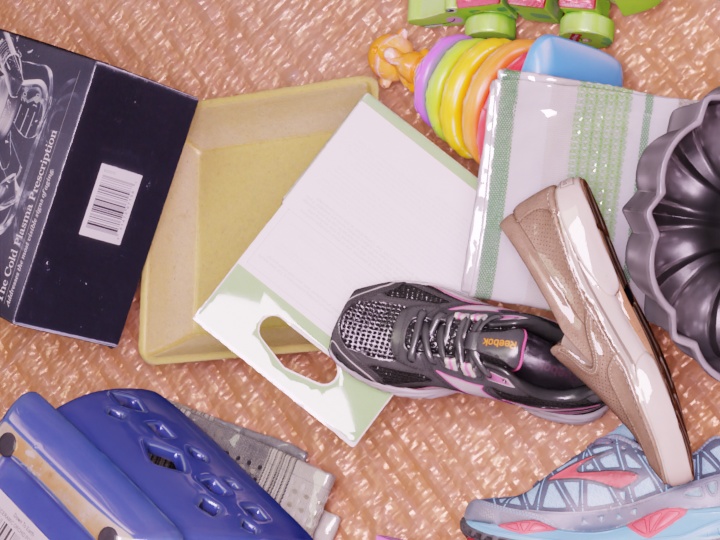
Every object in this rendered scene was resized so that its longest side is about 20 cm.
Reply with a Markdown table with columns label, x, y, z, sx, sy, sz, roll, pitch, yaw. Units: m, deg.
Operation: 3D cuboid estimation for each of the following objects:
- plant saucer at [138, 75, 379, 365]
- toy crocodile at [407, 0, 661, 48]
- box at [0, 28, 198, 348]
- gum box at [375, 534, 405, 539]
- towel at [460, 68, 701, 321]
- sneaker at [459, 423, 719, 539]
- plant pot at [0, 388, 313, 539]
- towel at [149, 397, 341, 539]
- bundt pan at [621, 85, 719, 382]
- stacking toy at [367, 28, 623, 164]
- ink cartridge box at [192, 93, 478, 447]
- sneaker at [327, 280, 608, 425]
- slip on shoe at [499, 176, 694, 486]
| label | x | y | z | sx | sy | sz | roll | pitch | yaw |
| --- | --- | --- | --- | --- | --- | --- | --- | --- | --- |
| plant saucer | -0.066 | -0.031 | 1.371 | 0.198 | 0.048 | 0.202 | -6 | 75 | 27 |
| toy crocodile | 0.121 | -0.198 | 1.306 | 0.198 | 0.062 | 0.068 | 4 | 79 | 28 |
| box | -0.243 | -0.068 | 1.406 | 0.181 | 0.104 | 0.202 | 21 | 93 | 45 |
| gum box | 0.041 | 0.281 | 1.230 | 0.113 | 0.066 | 0.202 | 17 | 86 | 30 |
| towel | 0.170 | -0.044 | 1.198 | 0.198 | 0.031 | 0.151 | 7 | 97 | -7 |
| sneaker | 0.164 | 0.149 | 1.206 | 0.198 | 0.079 | 0.096 | -4 | 63 | 19 |
| plant pot | -0.184 | 0.205 | 1.270 | 0.200 | 0.179 | 0.201 | 38 | 100 | 31 |
| towel | -0.117 | 0.208 | 1.355 | 0.192 | 0.034 | 0.202 | 20 | 90 | 32 |
| bundt pan | 0.247 | -0.026 | 1.145 | 0.076 | 0.201 | 0.203 | 12 | 81 | 69 |
| stacking toy | 0.077 | -0.125 | 1.301 | 0.199 | 0.109 | 0.117 | 27 | 101 | 41 |
| ink cartridge box | 0.000 | 0.000 | 1.272 | 0.145 | 0.048 | 0.200 | 38 | 82 | 1 |
| sneaker | 0.080 | 0.047 | 1.207 | 0.198 | 0.086 | 0.081 | 9 | 80 | -4 |
| slip on shoe | 0.149 | 0.044 | 1.150 | 0.060 | 0.076 | 0.201 | -23 | 90 | 12 |
